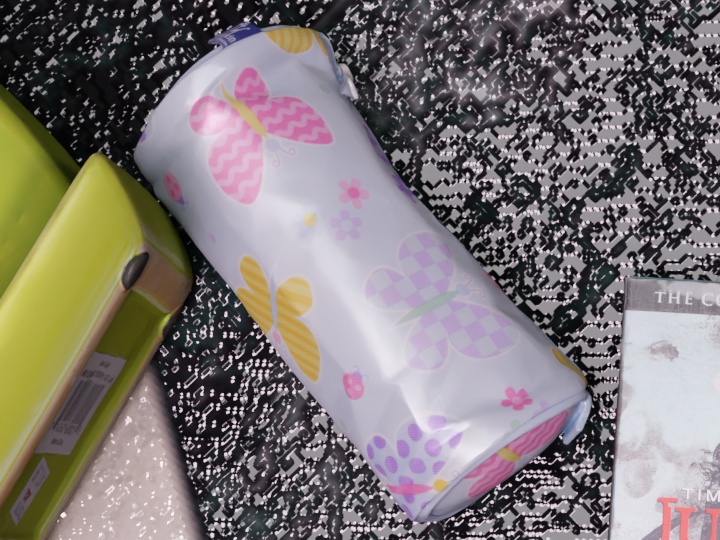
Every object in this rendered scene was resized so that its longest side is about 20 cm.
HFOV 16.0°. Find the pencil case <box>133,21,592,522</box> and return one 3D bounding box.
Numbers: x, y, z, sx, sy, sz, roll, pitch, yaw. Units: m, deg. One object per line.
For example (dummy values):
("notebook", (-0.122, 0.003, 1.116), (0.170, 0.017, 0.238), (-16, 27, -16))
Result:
("pencil case", (0.000, 0.000, 0.978), (0.091, 0.083, 0.200), (-28, 74, -34))

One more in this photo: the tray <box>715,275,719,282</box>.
("tray", (0.222, 0.072, 0.961), (0.200, 0.022, 0.108), (12, 82, 11))

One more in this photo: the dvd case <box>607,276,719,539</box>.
("dvd case", (0.162, 0.106, 0.944), (0.146, 0.022, 0.200), (4, 83, 10))

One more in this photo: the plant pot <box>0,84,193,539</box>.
("plant pot", (-0.177, 0.010, 0.951), (0.181, 0.200, 0.199), (30, 86, 7))
